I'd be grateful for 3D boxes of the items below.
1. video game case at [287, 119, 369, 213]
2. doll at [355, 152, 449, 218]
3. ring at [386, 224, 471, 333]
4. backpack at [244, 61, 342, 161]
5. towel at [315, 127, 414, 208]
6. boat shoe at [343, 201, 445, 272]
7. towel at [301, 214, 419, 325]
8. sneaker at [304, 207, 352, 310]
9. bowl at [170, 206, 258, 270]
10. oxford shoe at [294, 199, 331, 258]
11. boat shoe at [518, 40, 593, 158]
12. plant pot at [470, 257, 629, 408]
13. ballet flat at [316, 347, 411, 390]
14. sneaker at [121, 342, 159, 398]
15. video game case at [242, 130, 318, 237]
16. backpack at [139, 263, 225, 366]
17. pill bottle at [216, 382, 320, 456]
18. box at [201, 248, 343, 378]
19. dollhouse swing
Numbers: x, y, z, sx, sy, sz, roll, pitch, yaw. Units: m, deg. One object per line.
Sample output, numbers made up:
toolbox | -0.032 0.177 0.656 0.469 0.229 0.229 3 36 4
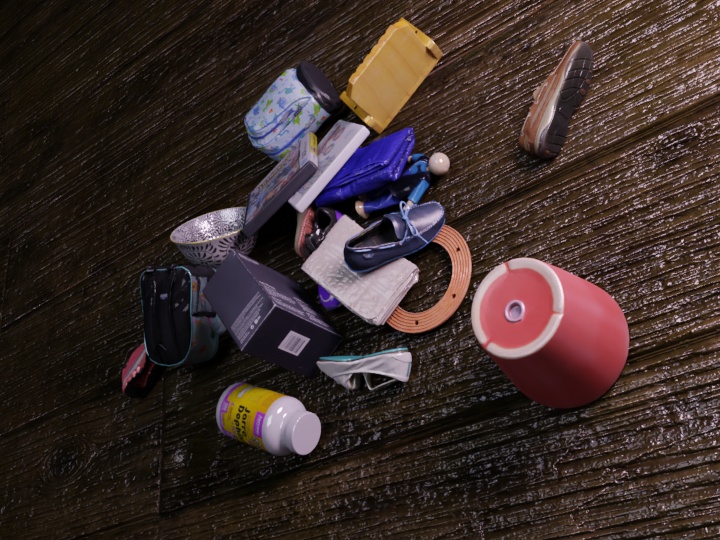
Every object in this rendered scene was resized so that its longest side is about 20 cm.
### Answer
video game case | -0.076 -0.209 1.533 0.201 0.024 0.182 -49 21 0
doll | 0.081 -0.160 1.453 0.197 0.048 0.139 -24 45 29
ring | 0.110 0.014 1.372 0.197 0.019 0.205 -19 59 33
backpack | -0.153 -0.333 1.676 0.201 0.152 0.165 -52 42 25
towel | 0.004 -0.201 1.496 0.197 0.050 0.149 -16 37 38
boat shoe | 0.062 -0.062 1.346 0.198 0.069 0.084 -34 58 -11
towel | 0.000 0.000 1.396 0.199 0.035 0.133 37 83 28
sneaker | -0.070 -0.029 1.482 0.069 0.099 0.204 -16 60 34
bowl | -0.297 -0.055 1.663 0.198 0.200 0.096 7 119 40
oxford shoe | -0.099 -0.112 1.572 0.073 0.071 0.203 -8 54 40
boat shoe | 0.320 -0.287 1.302 0.073 0.075 0.203 21 84 46
plant pot | 0.257 0.081 1.114 0.197 0.176 0.205 -17 61 33
ballet flat | 0.003 0.176 1.362 0.197 0.069 0.071 -10 64 35
sneaker | -0.471 0.182 1.735 0.201 0.073 0.087 -51 44 8
video game case | -0.161 -0.178 1.580 0.200 0.025 0.182 -43 23 17
backpack | -0.366 0.097 1.625 0.173 0.152 0.205 -4 81 34
pill bottle | -0.166 0.273 1.421 0.197 0.104 0.106 7 75 41
box | -0.161 0.082 1.440 0.105 0.199 0.182 -50 47 8
dollhouse swing | 0.030 -0.407 1.525 0.201 0.175 0.182 -49 48 11
